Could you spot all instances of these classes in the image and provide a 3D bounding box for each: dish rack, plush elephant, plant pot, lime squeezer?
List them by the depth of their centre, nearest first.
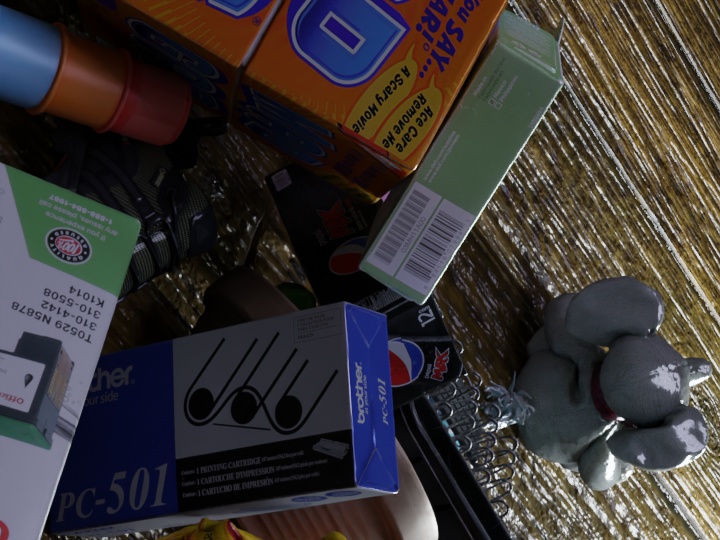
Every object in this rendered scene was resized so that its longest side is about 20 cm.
[{"bbox_3d":[-0.050,0.105,1.020,0.092,0.201,0.202,-36,115,-14],"label":"plant pot"},{"bbox_3d":[-0.037,0.041,1.099,0.200,0.038,0.071,147,-79,-87],"label":"lime squeezer"},{"bbox_3d":[0.055,0.097,1.134,0.154,0.054,0.200,60,21,-22],"label":"dish rack"},{"bbox_3d":[0.206,0.091,1.397,0.200,0.154,0.166,-4,82,-58],"label":"plush elephant"}]

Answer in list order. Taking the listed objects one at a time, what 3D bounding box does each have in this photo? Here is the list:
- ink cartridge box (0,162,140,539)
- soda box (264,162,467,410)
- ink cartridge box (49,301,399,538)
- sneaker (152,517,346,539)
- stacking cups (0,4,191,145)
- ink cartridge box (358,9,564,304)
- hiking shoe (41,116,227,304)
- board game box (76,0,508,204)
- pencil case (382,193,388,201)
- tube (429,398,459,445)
[{"bbox_3d":[-0.200,0.049,0.807,0.145,0.084,0.201,22,54,-14],"label":"ink cartridge box"},{"bbox_3d":[0.000,0.000,1.074,0.200,0.063,0.071,-115,179,-56],"label":"soda box"},{"bbox_3d":[-0.077,0.083,0.926,0.044,0.199,0.095,19,62,-55],"label":"ink cartridge box"},{"bbox_3d":[-0.098,0.160,0.910,0.073,0.198,0.078,-120,-148,-61],"label":"sneaker"},{"bbox_3d":[-0.182,-0.115,0.913,0.199,0.060,0.061,15,65,-34],"label":"stacking cups"},{"bbox_3d":[0.062,-0.078,1.000,0.048,0.146,0.200,30,19,-5],"label":"ink cartridge box"},{"bbox_3d":[-0.131,-0.020,0.958,0.076,0.100,0.201,89,10,-56],"label":"hiking shoe"},{"bbox_3d":[-0.021,-0.179,0.965,0.199,0.200,0.201,29,85,-3],"label":"board game box"},{"bbox_3d":[0.004,-0.090,1.226,0.083,0.086,0.202,84,1,-78],"label":"pencil case"},{"bbox_3d":[0.048,0.162,1.237,0.077,0.050,0.202,6,79,-47],"label":"tube"}]
